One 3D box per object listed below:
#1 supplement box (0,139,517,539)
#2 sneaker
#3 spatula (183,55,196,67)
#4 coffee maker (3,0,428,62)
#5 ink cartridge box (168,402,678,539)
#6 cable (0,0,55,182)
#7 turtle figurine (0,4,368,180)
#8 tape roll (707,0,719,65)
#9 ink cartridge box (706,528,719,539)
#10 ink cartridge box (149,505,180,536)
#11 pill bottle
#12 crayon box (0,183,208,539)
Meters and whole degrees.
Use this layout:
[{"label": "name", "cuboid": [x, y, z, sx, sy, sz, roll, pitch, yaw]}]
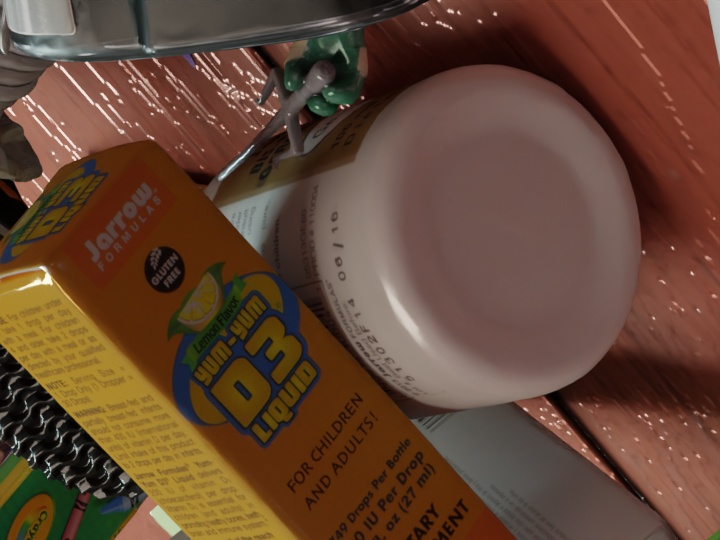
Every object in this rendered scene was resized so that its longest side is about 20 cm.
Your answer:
[{"label": "supplement box", "cuboid": [-0.039, 0.051, 0.933, 0.200, 0.067, 0.069, 46, 150, -17]}, {"label": "sneaker", "cuboid": [-0.132, -0.003, 1.029, 0.070, 0.090, 0.200, -37, 114, 21]}, {"label": "spatula", "cuboid": [-0.099, -0.157, 1.002, 0.057, 0.020, 0.201, 43, 155, 42]}, {"label": "coffee maker", "cuboid": [-0.030, -0.165, 0.735, 0.191, 0.135, 0.201, 2, 115, 40]}, {"label": "ink cartridge box", "cuboid": [0.009, 0.122, 1.033, 0.044, 0.173, 0.200, 55, 171, -31]}, {"label": "cable", "cuboid": [-0.177, -0.142, 0.968, 0.200, 0.069, 0.201, 37, -159, -52]}, {"label": "turtle figurine", "cuboid": [-0.051, -0.131, 0.904, 0.149, 0.101, 0.200, 23, 133, -4]}, {"label": "tape roll", "cuboid": [0.171, -0.083, 0.601, 0.202, 0.203, 0.071, 19, 145, 34]}, {"label": "ink cartridge box", "cuboid": [0.211, 0.166, 1.015, 0.200, 0.076, 0.148, 41, 151, 4]}, {"label": "ink cartridge box", "cuboid": [0.019, 0.143, 1.173, 0.200, 0.048, 0.145, 44, 116, -8]}, {"label": "pill bottle", "cuboid": [0.000, 0.000, 1.003, 0.114, 0.114, 0.200, 50, 149, -15]}, {"label": "crayon box", "cuboid": [-0.125, 0.047, 1.126, 0.118, 0.200, 0.058, 11, 142, 42]}]
